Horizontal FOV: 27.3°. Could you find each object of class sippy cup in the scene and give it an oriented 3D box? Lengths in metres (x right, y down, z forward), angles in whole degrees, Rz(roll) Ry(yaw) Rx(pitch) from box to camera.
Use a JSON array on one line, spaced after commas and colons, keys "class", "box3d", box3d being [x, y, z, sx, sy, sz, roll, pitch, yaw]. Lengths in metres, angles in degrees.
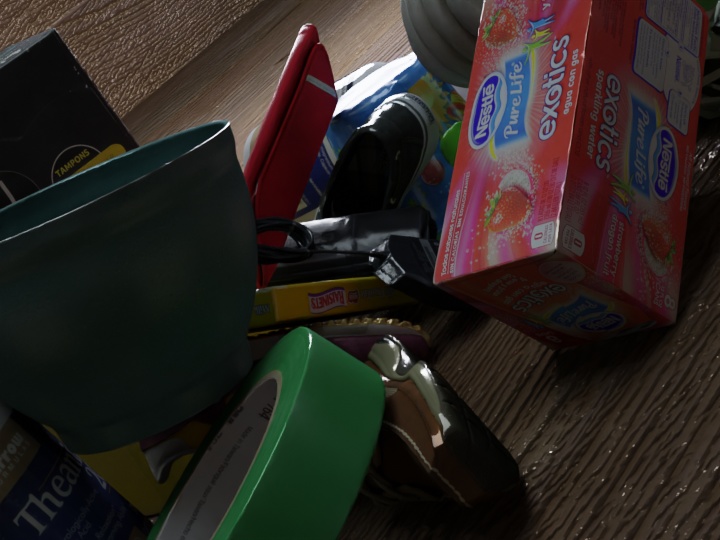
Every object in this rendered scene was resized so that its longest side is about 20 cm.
[{"class": "sippy cup", "box3d": [0.042, -0.089, 1.139, 0.177, 0.131, 0.140, -22, 20, 37]}]

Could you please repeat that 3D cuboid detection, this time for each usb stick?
[{"class": "usb stick", "box3d": [-0.044, -0.011, 1.028, 0.197, 0.033, 0.056, -8, 37, 8]}]

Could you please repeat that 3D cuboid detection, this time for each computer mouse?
[{"class": "computer mouse", "box3d": [0.000, 0.000, 0.947, 0.059, 0.197, 0.034, -109, 34, -53]}]

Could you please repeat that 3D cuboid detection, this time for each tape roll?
[{"class": "tape roll", "box3d": [-0.060, 0.126, 0.747, 0.202, 0.048, 0.201, -56, 10, 15]}]

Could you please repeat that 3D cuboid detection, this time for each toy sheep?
[{"class": "toy sheep", "box3d": [0.090, -0.195, 1.048, 0.137, 0.138, 0.200, -39, -3, -16]}]

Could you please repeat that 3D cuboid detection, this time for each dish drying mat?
[{"class": "dish drying mat", "box3d": [-0.049, -0.083, 1.021, 0.018, 0.077, 0.201, 0, 43, 15]}]

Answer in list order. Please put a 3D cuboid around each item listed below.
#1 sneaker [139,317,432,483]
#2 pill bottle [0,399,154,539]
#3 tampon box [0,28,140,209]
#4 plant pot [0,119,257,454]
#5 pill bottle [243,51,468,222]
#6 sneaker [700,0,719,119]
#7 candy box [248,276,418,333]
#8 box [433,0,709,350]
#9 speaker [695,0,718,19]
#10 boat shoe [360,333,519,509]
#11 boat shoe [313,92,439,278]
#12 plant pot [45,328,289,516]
[{"class": "sneaker", "box3d": [-0.047, 0.084, 0.957, 0.197, 0.092, 0.075, -9, -3, 3]}, {"class": "pill bottle", "box3d": [-0.211, 0.138, 0.850, 0.111, 0.200, 0.111, -42, 15, 14]}, {"class": "tampon box", "box3d": [-0.262, -0.077, 1.089, 0.149, 0.127, 0.200, -39, 17, -14]}, {"class": "plant pot", "box3d": [-0.139, 0.018, 0.836, 0.198, 0.136, 0.200, -22, 12, 5]}, {"class": "pill bottle", "box3d": [0.001, -0.116, 1.330, 0.198, 0.116, 0.116, -25, 18, 31]}, {"class": "sneaker", "box3d": [0.246, -0.154, 0.975, 0.199, 0.089, 0.074, -17, 30, 48]}, {"class": "candy box", "box3d": [-0.047, 0.025, 0.992, 0.101, 0.027, 0.199, -9, -2, 28]}, {"class": "box", "box3d": [0.121, -0.071, 0.827, 0.094, 0.102, 0.203, -17, 54, 48]}, {"class": "speaker", "box3d": [0.156, -0.132, 0.973, 0.089, 0.088, 0.201, -53, -5, -48]}, {"class": "boat shoe", "box3d": [0.025, 0.092, 0.775, 0.074, 0.076, 0.200, -43, 9, -2]}, {"class": "boat shoe", "box3d": [-0.004, -0.044, 1.079, 0.056, 0.068, 0.201, -35, -22, -44]}, {"class": "plant pot", "box3d": [-0.191, 0.059, 1.107, 0.199, 0.177, 0.200, -20, 22, 43]}]
